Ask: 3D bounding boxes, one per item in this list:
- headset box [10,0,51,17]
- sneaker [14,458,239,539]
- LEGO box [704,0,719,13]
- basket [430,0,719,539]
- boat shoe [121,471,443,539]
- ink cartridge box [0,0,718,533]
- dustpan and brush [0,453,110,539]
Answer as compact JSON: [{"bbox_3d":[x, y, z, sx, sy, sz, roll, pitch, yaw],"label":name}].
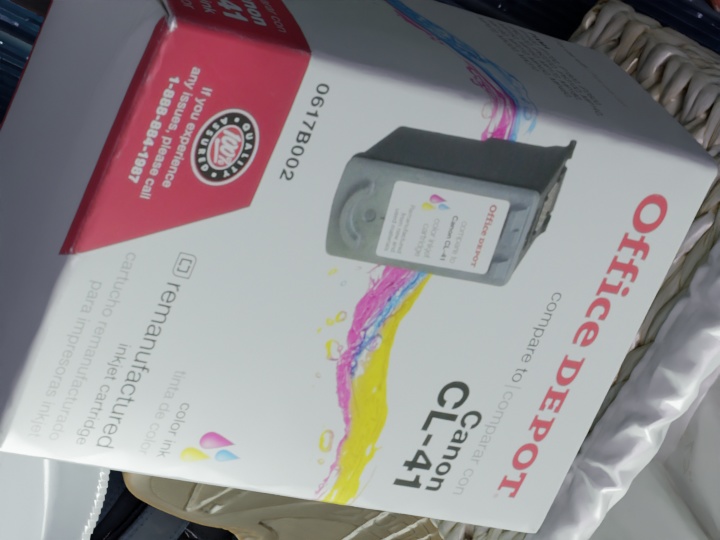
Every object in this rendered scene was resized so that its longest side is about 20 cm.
[{"bbox_3d":[-0.105,-0.172,0.769,0.199,0.077,0.150,27,110,11],"label":"headset box"},{"bbox_3d":[-0.077,0.118,0.903,0.079,0.079,0.200,-49,135,-18],"label":"sneaker"},{"bbox_3d":[0.149,-0.218,0.821,0.148,0.077,0.201,-25,114,3],"label":"LEGO box"},{"bbox_3d":[0.134,0.033,0.852,0.197,0.161,0.201,20,111,-38],"label":"basket"},{"bbox_3d":[-0.029,0.069,0.871,0.072,0.065,0.200,-30,147,17],"label":"boat shoe"},{"bbox_3d":[-0.011,-0.010,0.712,0.199,0.086,0.148,12,114,-30],"label":"ink cartridge box"},{"bbox_3d":[-0.128,0.042,0.768,0.139,0.057,0.201,3,113,-40],"label":"dustpan and brush"}]
